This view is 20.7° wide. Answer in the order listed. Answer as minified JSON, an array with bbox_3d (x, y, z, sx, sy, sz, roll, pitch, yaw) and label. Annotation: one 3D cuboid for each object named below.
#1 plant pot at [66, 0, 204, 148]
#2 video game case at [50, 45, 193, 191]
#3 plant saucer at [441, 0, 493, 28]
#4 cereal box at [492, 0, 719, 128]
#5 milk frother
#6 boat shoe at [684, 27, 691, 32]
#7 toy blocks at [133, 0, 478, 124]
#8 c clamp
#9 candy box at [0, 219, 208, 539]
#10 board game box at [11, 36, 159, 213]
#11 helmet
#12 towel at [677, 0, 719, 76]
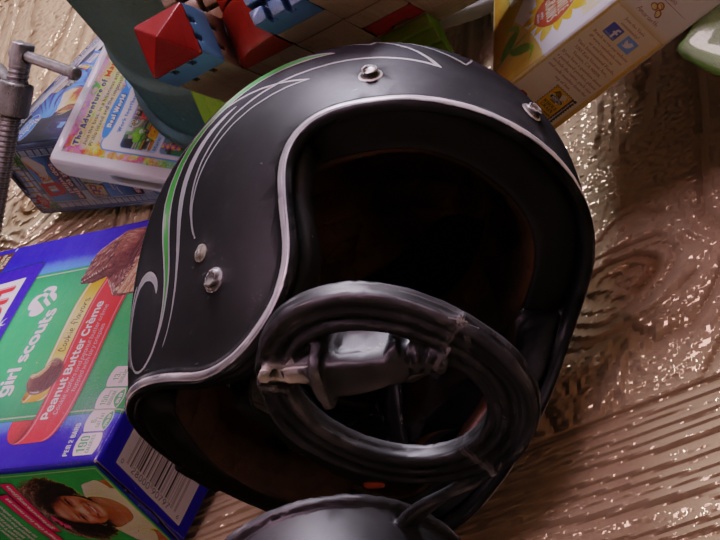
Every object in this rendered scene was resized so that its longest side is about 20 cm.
[{"bbox_3d":[-0.092,-0.194,1.014,0.199,0.196,0.201,-17,54,26],"label":"plant pot"},{"bbox_3d":[-0.067,-0.133,1.107,0.181,0.024,0.201,11,70,37],"label":"video game case"},{"bbox_3d":[0.036,-0.220,1.161,0.199,0.050,0.201,-10,44,9],"label":"plant saucer"},{"bbox_3d":[0.144,-0.164,0.890,0.200,0.039,0.144,-36,27,28],"label":"cereal box"},{"bbox_3d":[0.008,0.137,0.652,0.180,0.200,0.188,-29,33,9],"label":"milk frother"},{"bbox_3d":[0.169,-0.156,0.982,0.072,0.068,0.200,-29,29,2],"label":"boat shoe"},{"bbox_3d":[-0.014,-0.132,0.872,0.199,0.100,0.137,-26,-10,15],"label":"toy blocks"},{"bbox_3d":[-0.233,-0.051,1.206,0.171,0.027,0.201,35,114,54],"label":"c clamp"},{"bbox_3d":[-0.150,0.060,1.028,0.199,0.077,0.170,-11,41,39],"label":"candy box"},{"bbox_3d":[-0.099,-0.114,1.212,0.199,0.062,0.200,13,57,50],"label":"board game box"},{"bbox_3d":[0.000,0.000,0.845,0.199,0.200,0.191,-3,56,44],"label":"helmet"},{"bbox_3d":[0.250,-0.108,0.811,0.200,0.031,0.149,29,67,36],"label":"towel"}]
